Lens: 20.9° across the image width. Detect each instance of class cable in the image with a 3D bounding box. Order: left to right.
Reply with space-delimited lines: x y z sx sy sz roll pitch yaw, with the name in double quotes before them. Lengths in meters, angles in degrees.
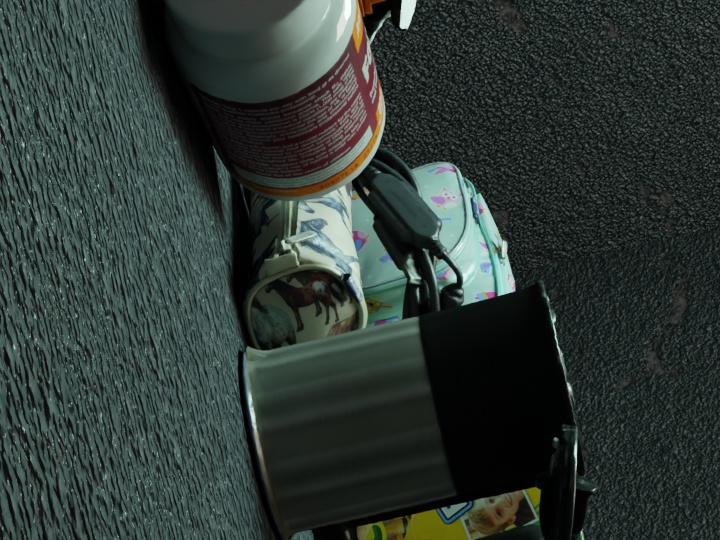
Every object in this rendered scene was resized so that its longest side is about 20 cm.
"cable" 0.000 0.000 1.386 0.200 0.050 0.164 48 -49 40

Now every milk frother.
"milk frother" 0.035 0.109 1.110 0.200 0.186 0.183 48 28 -82

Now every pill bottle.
"pill bottle" -0.052 -0.132 1.151 0.200 0.113 0.115 71 8 -66

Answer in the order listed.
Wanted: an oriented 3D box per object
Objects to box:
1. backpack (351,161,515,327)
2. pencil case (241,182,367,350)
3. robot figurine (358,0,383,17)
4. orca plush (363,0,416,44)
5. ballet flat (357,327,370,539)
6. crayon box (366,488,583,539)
"backpack" 0.041 0.023 1.579 0.154 0.174 0.201 70 4 -49
"pencil case" -0.039 -0.023 1.268 0.201 0.077 0.090 -97 -177 -57
"robot figurine" -0.030 -0.251 1.289 0.201 0.058 0.146 -107 -176 -55
"orca plush" -0.033 -0.147 1.353 0.199 0.071 0.106 -13 -83 55
"ballet flat" -0.008 0.097 1.330 0.068 0.072 0.202 -20 99 -62
"crayon box" 0.063 0.139 1.423 0.058 0.171 0.202 64 14 -68
